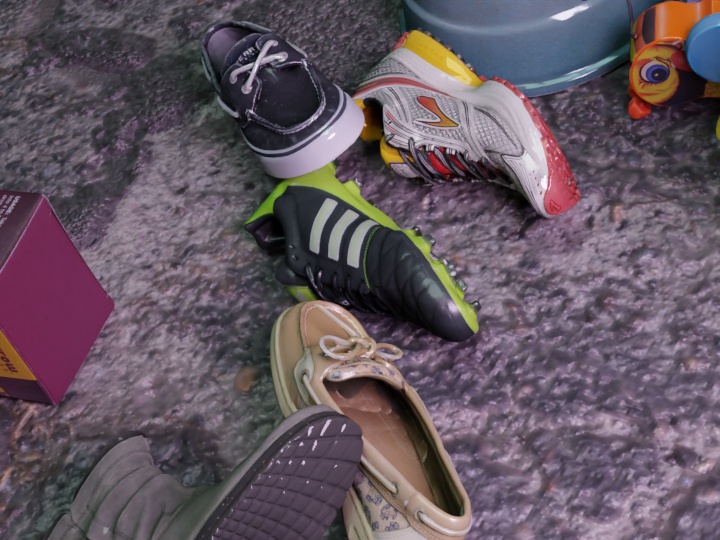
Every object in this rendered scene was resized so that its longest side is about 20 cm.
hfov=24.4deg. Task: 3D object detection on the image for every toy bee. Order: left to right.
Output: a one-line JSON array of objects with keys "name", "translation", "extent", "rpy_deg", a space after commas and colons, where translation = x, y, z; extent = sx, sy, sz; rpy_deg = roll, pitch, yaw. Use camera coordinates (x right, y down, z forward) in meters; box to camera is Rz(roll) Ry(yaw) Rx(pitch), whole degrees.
[{"name": "toy bee", "translation": [0.209, -0.139, 1.023], "extent": [0.200, 0.109, 0.131], "rpy_deg": [28, 52, 11]}]

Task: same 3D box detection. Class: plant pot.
[{"name": "plant pot", "translation": [0.098, -0.252, 1.090], "extent": [0.200, 0.196, 0.200], "rpy_deg": [-11, 46, 11]}]

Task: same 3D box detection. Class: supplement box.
[{"name": "supplement box", "translation": [-0.275, 0.010, 1.058], "extent": [0.200, 0.110, 0.086], "rpy_deg": [6, 52, 27]}]

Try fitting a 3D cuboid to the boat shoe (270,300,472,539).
[{"name": "boat shoe", "translation": [0.010, 0.081, 0.894], "extent": [0.073, 0.063, 0.200], "rpy_deg": [-1, 43, -32]}]

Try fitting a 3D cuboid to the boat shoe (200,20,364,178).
[{"name": "boat shoe", "translation": [-0.059, -0.121, 1.084], "extent": [0.072, 0.068, 0.200], "rpy_deg": [-37, 29, -1]}]

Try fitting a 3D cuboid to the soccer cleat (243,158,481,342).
[{"name": "soccer cleat", "translation": [0.000, 0.000, 0.996], "extent": [0.081, 0.068, 0.200], "rpy_deg": [-42, 40, -5]}]

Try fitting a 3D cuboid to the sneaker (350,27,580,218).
[{"name": "sneaker", "translation": [0.063, -0.077, 1.038], "extent": [0.082, 0.078, 0.200], "rpy_deg": [-42, 40, -7]}]

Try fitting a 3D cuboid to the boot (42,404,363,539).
[{"name": "boot", "translation": [-0.097, 0.122, 0.874], "extent": [0.200, 0.068, 0.131], "rpy_deg": [-51, 47, 8]}]
